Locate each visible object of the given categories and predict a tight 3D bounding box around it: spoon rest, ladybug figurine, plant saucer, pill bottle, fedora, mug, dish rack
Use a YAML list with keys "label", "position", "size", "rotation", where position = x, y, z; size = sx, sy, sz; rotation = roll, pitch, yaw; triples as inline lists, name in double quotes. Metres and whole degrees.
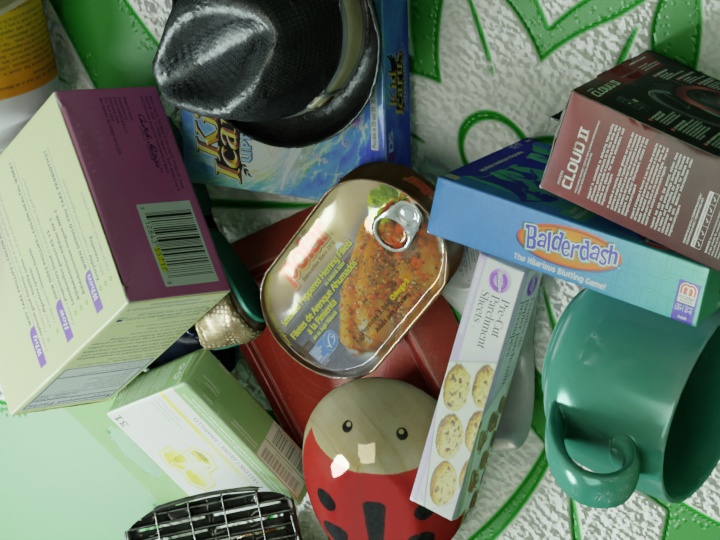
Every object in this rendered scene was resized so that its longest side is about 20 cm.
- label: "spoon rest"
  position: [0.096, 0.031, 1.706]
  size: [0.099, 0.060, 0.202]
  rotation: [-5, 95, 32]
- label: "ladybug figurine"
  position: [0.018, 0.168, 1.766]
  size: [0.135, 0.072, 0.201]
  rotation: [3, 134, 12]
- label: "plant saucer"
  position: [-0.019, 0.052, 1.789]
  size: [0.199, 0.037, 0.201]
  rotation: [-23, 98, 36]
- label: "pill bottle"
  position: [-0.299, -0.176, 1.808]
  size: [0.110, 0.111, 0.202]
  rotation: [1, 112, 31]
- label: "fedora"
  position: [-0.083, -0.163, 1.613]
  size: [0.200, 0.091, 0.202]
  rotation: [20, 123, 33]
- label: "mug"
  position: [0.187, 0.072, 1.579]
  size: [0.114, 0.185, 0.153]
  rotation: [22, 103, 27]
- label: "dish rack"
  position: [-0.104, 0.271, 1.809]
  size: [0.152, 0.055, 0.202]
  rotation: [-11, 96, -3]

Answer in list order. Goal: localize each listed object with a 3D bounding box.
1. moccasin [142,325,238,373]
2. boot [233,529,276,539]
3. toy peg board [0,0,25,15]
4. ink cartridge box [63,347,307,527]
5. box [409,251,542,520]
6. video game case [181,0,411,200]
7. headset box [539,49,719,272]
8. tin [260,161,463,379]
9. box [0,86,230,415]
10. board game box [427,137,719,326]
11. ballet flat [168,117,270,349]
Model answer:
- label: "moccasin"
  position: [-0.196, 0.052, 1.876]
  size: [0.199, 0.068, 0.081]
  rotation: [19, 120, 23]
- label: "boot"
  position: [-0.027, 0.266, 1.870]
  size: [0.200, 0.077, 0.156]
  rotation: [-26, 100, 49]
- label: "toy peg board"
  position: [-0.276, -0.291, 1.703]
  size: [0.200, 0.200, 0.098]
  rotation: [51, 145, 1]
- label: "ink cartridge box"
  position: [-0.149, 0.147, 1.855]
  size: [0.199, 0.048, 0.146]
  rotation: [-22, 119, 42]
- label: "box"
  position: [0.084, 0.082, 1.663]
  size: [0.041, 0.039, 0.201]
  rotation: [24, 110, 23]
- label: "video game case"
  position: [-0.052, -0.154, 1.701]
  size: [0.180, 0.045, 0.202]
  rotation: [9, 112, 29]
- label: "headset box"
  position: [0.223, -0.071, 1.512]
  size: [0.199, 0.148, 0.075]
  rotation: [26, 116, 18]
- label: "tin"
  position: [0.000, 0.000, 1.694]
  size: [0.112, 0.042, 0.200]
  rotation: [38, 133, -2]
- label: "box"
  position: [-0.211, -0.014, 1.750]
  size: [0.200, 0.096, 0.177]
  rotation: [-40, 65, 45]
- label: "board game box"
  position: [0.167, -0.030, 1.563]
  size: [0.199, 0.152, 0.045]
  rotation: [20, 112, 22]
- label: "ballet flat"
  position: [-0.140, -0.027, 1.779]
  size: [0.065, 0.070, 0.201]
  rotation: [-33, 71, 21]
